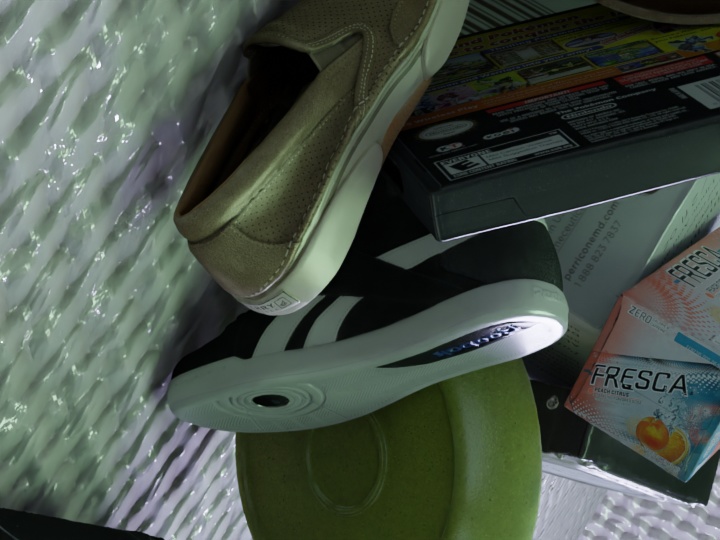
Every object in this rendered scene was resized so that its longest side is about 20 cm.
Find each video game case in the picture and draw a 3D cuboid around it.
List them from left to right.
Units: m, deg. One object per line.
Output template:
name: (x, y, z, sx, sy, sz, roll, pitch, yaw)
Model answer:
video game case: (0.100, -0.073, 0.878, 0.181, 0.199, 0.026, -125, -157, -65)

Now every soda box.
soda box: (0.168, 0.032, 0.997, 0.200, 0.068, 0.064, -27, 145, -62)

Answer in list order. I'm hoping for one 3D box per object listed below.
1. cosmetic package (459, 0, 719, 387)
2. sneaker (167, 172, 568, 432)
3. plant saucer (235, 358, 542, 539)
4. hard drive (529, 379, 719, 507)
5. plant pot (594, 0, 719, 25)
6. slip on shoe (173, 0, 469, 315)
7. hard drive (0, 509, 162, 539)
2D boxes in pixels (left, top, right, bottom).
cosmetic package: (0.099, -0.047, 1.081, 0.165, 0.165, 0.200, -56, 165, -10)
sneaker: (0.000, 0.000, 0.945, 0.073, 0.199, 0.112, 31, 48, -53)
plant saucer: (0.001, 0.088, 1.000, 0.031, 0.200, 0.201, 1, 121, -44)
hard drive: (0.066, 0.075, 1.072, 0.140, 0.199, 0.038, 25, 80, -53)
plant pot: (0.154, -0.223, 0.963, 0.200, 0.186, 0.188, -65, 180, -71)
slip on shoe: (-0.016, -0.081, 0.837, 0.061, 0.076, 0.201, 37, 68, -31)
hard drive: (-0.143, 0.166, 0.830, 0.140, 0.038, 0.200, -60, 156, 0)
